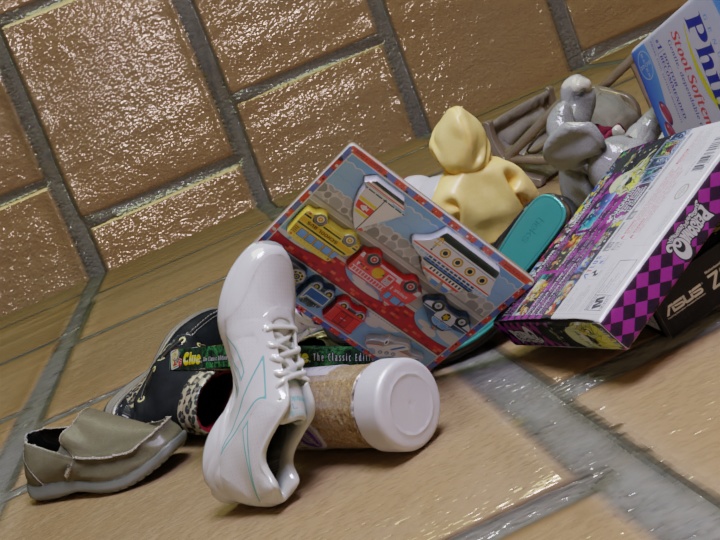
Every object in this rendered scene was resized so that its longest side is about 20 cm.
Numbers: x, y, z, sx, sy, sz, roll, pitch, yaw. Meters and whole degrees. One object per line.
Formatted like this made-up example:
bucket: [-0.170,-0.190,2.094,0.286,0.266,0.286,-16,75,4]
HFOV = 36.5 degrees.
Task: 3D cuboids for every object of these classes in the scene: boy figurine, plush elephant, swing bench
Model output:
boy figurine: [0.113,-0.058,1.054,0.123,0.202,0.064,-26,11,-5]
plush elephant: [0.271,-0.116,1.146,0.201,0.164,0.155,-56,8,-18]
swing bench: [0.325,-0.221,1.638,0.199,0.131,0.198,-19,10,48]

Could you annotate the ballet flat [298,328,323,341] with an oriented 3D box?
ballet flat: [-0.054,0.044,1.251,0.198,0.077,0.064,-24,3,-21]

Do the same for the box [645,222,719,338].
box: [0.270,-0.022,0.905,0.160,0.049,0.200,-32,11,-2]

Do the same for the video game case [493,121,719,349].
video game case: [0.206,-0.025,0.852,0.201,0.036,0.181,-51,12,-14]

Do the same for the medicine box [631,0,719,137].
medicine box: [0.353,-0.161,0.986,0.102,0.184,0.200,-20,-4,-8]

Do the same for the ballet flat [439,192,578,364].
ballet flat: [0.126,0.017,0.982,0.200,0.068,0.068,-44,-29,10]

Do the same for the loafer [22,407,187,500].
loafer: [-0.254,0.169,1.040,0.198,0.070,0.075,-17,11,27]

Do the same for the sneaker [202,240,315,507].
sneaker: [-0.065,0.079,0.826,0.070,0.204,0.080,7,-4,-44]

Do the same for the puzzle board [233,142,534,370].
puzzle board: [0.020,0.004,0.879,0.151,0.199,0.018,-42,28,29]

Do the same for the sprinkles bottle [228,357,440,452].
sprinkles bottle: [-0.026,0.109,0.869,0.068,0.069,0.199,-31,13,-39]

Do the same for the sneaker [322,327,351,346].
sneaker: [0.000,0.000,1.093,0.070,0.080,0.202,-7,51,14]

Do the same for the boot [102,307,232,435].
boot: [-0.158,0.106,1.131,0.152,0.074,0.204,-11,27,43]

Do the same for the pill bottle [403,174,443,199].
pill bottle: [0.051,-0.059,1.423,0.198,0.115,0.114,-13,14,42]

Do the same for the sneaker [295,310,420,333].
sneaker: [-0.029,0.037,0.989,0.199,0.073,0.115,27,76,42]

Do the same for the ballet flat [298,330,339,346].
ballet flat: [-0.071,0.098,1.078,0.067,0.047,0.200,-15,13,33]

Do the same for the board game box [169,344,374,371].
board game box: [-0.060,0.080,0.981,0.198,0.024,0.104,4,-11,-40]
